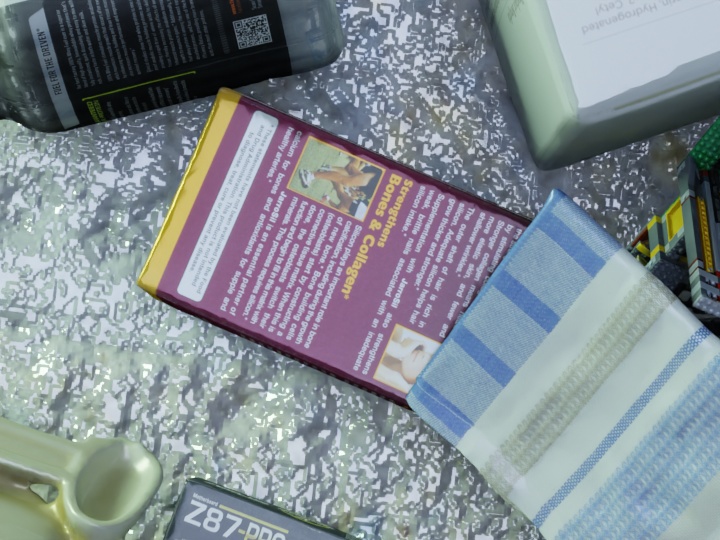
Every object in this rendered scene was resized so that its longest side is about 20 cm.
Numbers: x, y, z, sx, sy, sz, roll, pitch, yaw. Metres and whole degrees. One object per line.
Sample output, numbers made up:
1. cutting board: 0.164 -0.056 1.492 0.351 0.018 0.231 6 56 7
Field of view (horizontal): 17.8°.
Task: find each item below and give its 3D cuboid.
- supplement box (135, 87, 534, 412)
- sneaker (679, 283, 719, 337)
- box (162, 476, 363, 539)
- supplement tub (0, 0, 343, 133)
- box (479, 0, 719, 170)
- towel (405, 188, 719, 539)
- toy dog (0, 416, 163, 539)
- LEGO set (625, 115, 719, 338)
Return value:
1. supplement box: 0.000 0.000 1.166 0.199 0.086 0.111 24 87 2
2. sneaker: 0.222 -0.017 1.190 0.198 0.077 0.089 -10 49 7
3. box: -0.024 0.214 1.169 0.199 0.049 0.162 20 88 2
4. supplement tub: -0.116 -0.141 1.159 0.198 0.123 0.124 -14 86 -2
5. box: 0.158 -0.166 1.123 0.198 0.199 0.173 -17 86 -2
6. towel: 0.121 0.080 1.051 0.200 0.024 0.147 46 126 14
7. toy dog: -0.188 0.186 1.110 0.138 0.194 0.201 14 119 -12
8. LEGO set: 0.193 0.022 1.079 0.153 0.116 0.200 30 126 -22
